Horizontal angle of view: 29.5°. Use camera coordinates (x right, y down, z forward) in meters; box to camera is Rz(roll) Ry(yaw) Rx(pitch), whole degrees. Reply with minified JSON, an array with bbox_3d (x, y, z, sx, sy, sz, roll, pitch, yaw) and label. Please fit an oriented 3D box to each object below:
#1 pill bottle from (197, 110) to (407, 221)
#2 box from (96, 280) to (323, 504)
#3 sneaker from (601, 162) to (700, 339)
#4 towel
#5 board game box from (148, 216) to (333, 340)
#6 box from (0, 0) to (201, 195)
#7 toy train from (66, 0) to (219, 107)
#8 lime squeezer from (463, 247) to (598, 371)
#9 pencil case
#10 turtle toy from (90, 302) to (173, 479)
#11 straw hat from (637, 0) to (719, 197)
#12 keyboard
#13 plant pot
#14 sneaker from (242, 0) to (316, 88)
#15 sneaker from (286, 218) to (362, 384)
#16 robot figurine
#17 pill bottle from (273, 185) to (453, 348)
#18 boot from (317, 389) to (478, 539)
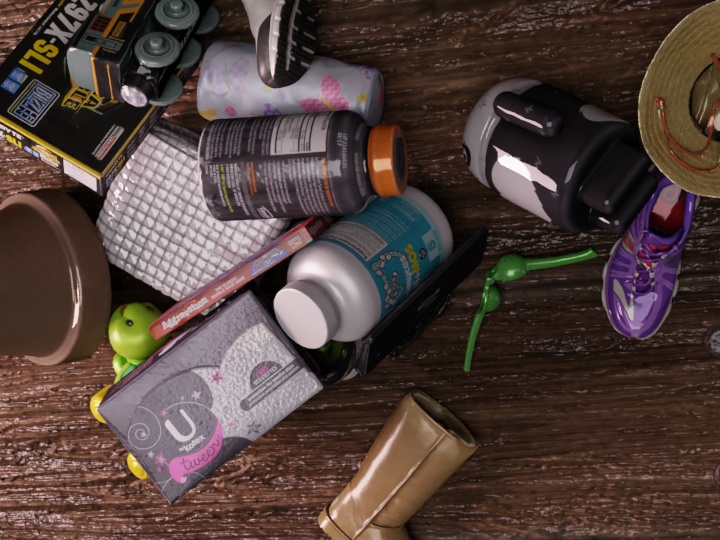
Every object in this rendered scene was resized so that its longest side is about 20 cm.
[{"bbox_3d":[-0.055,-0.106,1.380,0.199,0.106,0.107,-2,106,15],"label":"pill bottle"},{"bbox_3d":[-0.153,0.124,1.423,0.200,0.115,0.132,-37,96,1],"label":"box"},{"bbox_3d":[0.297,-0.021,1.409,0.080,0.083,0.201,14,110,10],"label":"sneaker"},{"bbox_3d":[-0.180,-0.057,1.516,0.200,0.086,0.166,28,107,4],"label":"towel"},{"bbox_3d":[-0.123,0.003,1.420,0.200,0.103,0.019,-32,95,16],"label":"board game box"},{"bbox_3d":[-0.287,-0.199,1.450,0.159,0.200,0.049,30,153,5],"label":"box"},{"bbox_3d":[-0.220,-0.255,1.418,0.114,0.200,0.085,17,147,7],"label":"toy train"},{"bbox_3d":[0.160,0.024,1.488,0.071,0.038,0.200,33,113,-31],"label":"lime squeezer"},{"bbox_3d":[-0.074,-0.186,1.451,0.199,0.083,0.091,10,112,10],"label":"pencil case"},{"bbox_3d":[-0.220,0.128,1.534,0.101,0.146,0.200,-25,100,47],"label":"turtle toy"},{"bbox_3d":[0.366,-0.172,1.346,0.200,0.085,0.202,1,101,7],"label":"straw hat"},{"bbox_3d":[0.063,0.039,1.443,0.021,0.200,0.127,38,152,19],"label":"keyboard"},{"bbox_3d":[-0.400,0.020,1.504,0.200,0.174,0.201,13,110,42],"label":"plant pot"},{"bbox_3d":[-0.092,-0.279,1.413,0.080,0.074,0.201,-7,71,25],"label":"sneaker"},{"bbox_3d":[-0.043,0.037,1.506,0.074,0.087,0.201,-6,104,15],"label":"sneaker"},{"bbox_3d":[0.193,-0.112,1.361,0.200,0.125,0.151,33,132,34],"label":"robot figurine"},{"bbox_3d":[0.000,0.000,1.414,0.111,0.200,0.111,25,134,28],"label":"pill bottle"},{"bbox_3d":[0.067,0.263,1.558,0.175,0.066,0.200,38,110,0],"label":"boot"}]
